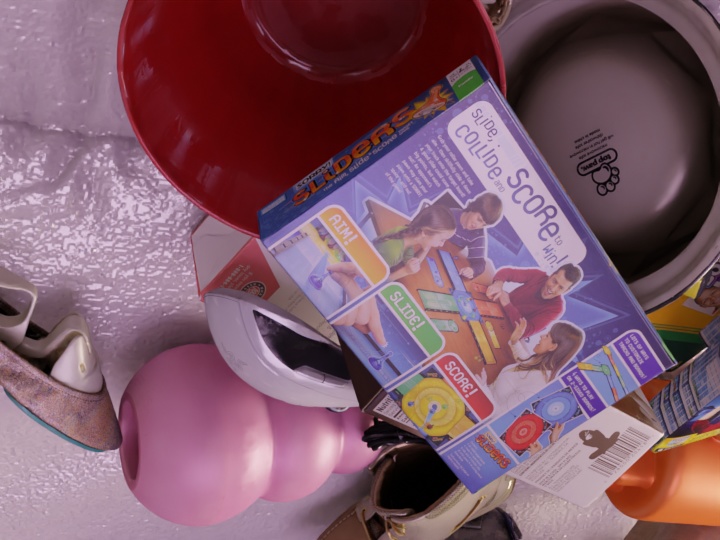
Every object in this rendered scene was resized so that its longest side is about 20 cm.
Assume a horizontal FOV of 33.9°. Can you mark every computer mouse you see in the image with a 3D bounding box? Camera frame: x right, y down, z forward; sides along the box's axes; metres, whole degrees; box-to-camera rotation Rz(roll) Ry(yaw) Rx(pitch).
[{"bbox_3d":[-0.024,0.073,0.750,0.199,0.109,0.044,33,73,-29],"label":"computer mouse"}]

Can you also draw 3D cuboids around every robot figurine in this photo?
[{"bbox_3d":[0.277,0.152,0.978,0.197,0.117,0.145,9,124,-23],"label":"robot figurine"}]

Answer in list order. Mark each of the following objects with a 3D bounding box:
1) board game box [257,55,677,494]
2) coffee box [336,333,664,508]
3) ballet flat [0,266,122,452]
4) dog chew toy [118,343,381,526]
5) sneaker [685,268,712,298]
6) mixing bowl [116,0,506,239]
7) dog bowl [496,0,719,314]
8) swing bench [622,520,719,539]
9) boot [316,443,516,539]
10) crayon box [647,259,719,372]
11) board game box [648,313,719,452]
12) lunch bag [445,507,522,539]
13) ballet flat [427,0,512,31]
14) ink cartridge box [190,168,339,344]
[{"bbox_3d":[0.058,0.010,0.606,0.135,0.035,0.201,-33,118,9],"label":"board game box"},{"bbox_3d":[0.083,0.056,0.741,0.199,0.115,0.080,28,116,-32],"label":"coffee box"},{"bbox_3d":[-0.216,0.046,0.758,0.067,0.068,0.199,-45,119,10],"label":"ballet flat"},{"bbox_3d":[-0.068,0.112,0.843,0.197,0.125,0.125,-2,133,-25],"label":"dog chew toy"},{"bbox_3d":[0.184,-0.077,0.754,0.084,0.074,0.203,3,111,23],"label":"sneaker"},{"bbox_3d":[-0.021,-0.122,0.629,0.197,0.109,0.202,4,131,4],"label":"mixing bowl"},{"bbox_3d":[0.142,-0.073,0.691,0.073,0.201,0.201,-9,144,-55],"label":"dog bowl"},{"bbox_3d":[0.260,0.310,1.052,0.198,0.129,0.202,-38,145,-36],"label":"swing bench"},{"bbox_3d":[0.024,0.192,0.934,0.199,0.073,0.155,-32,159,5],"label":"boot"},{"bbox_3d":[0.261,-0.025,0.851,0.200,0.059,0.118,-41,130,21],"label":"crayon box"},{"bbox_3d":[0.315,0.045,0.831,0.197,0.062,0.200,-12,155,-18],"label":"board game box"},{"bbox_3d":[0.086,0.321,1.048,0.137,0.169,0.202,7,134,8],"label":"lunch bag"},{"bbox_3d":[0.077,-0.215,0.618,0.068,0.070,0.202,-1,131,-15],"label":"ballet flat"},{"bbox_3d":[0.000,0.000,0.792,0.199,0.068,0.116,29,118,-34],"label":"ink cartridge box"}]
